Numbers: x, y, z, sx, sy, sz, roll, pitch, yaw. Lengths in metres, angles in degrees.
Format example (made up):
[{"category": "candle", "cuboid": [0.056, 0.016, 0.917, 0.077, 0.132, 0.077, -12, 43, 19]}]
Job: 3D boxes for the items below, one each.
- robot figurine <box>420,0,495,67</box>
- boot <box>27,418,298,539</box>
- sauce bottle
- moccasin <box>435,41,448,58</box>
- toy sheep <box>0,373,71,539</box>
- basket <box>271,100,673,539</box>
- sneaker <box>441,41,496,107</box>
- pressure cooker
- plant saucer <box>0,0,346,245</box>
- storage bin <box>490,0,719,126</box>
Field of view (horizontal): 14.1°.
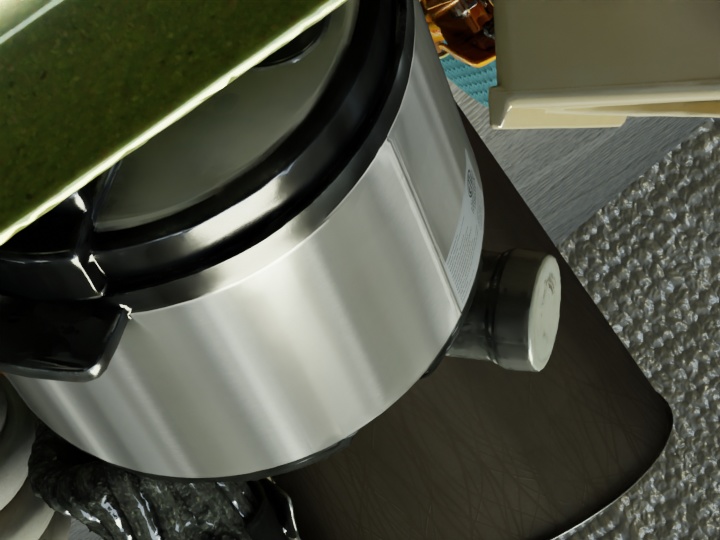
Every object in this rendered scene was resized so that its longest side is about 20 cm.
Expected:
[{"category": "robot figurine", "cuboid": [0.022, -0.127, 1.014, 0.058, 0.145, 0.200, -31, -179, 5]}, {"category": "boot", "cuboid": [-0.070, 0.102, 1.088, 0.079, 0.158, 0.211, -44, -163, -18]}, {"category": "sauce bottle", "cuboid": [-0.032, 0.002, 1.004, 0.200, 0.066, 0.066, 5, -174, 16]}, {"category": "moccasin", "cuboid": [0.008, -0.108, 1.341, 0.074, 0.078, 0.201, -35, 174, -7]}, {"category": "toy sheep", "cuboid": [-0.173, 0.086, 1.096, 0.138, 0.138, 0.200, -32, 141, -31]}, {"category": "basket", "cuboid": [0.000, 0.000, 1.102, 0.136, 0.200, 0.180, -41, -160, -33]}, {"category": "sneaker", "cuboid": [0.091, -0.169, 1.398, 0.131, 0.080, 0.200, -46, 170, -16]}, {"category": "pressure cooker", "cuboid": [-0.058, -0.049, 0.885, 0.179, 0.176, 0.200, -31, 150, -4]}, {"category": "plant saucer", "cuboid": [-0.097, -0.097, 0.710, 0.200, 0.048, 0.200, -36, 146, -2]}, {"category": "storage bin", "cuboid": [0.102, -0.143, 0.887, 0.094, 0.200, 0.199, -3, -178, 17]}]
